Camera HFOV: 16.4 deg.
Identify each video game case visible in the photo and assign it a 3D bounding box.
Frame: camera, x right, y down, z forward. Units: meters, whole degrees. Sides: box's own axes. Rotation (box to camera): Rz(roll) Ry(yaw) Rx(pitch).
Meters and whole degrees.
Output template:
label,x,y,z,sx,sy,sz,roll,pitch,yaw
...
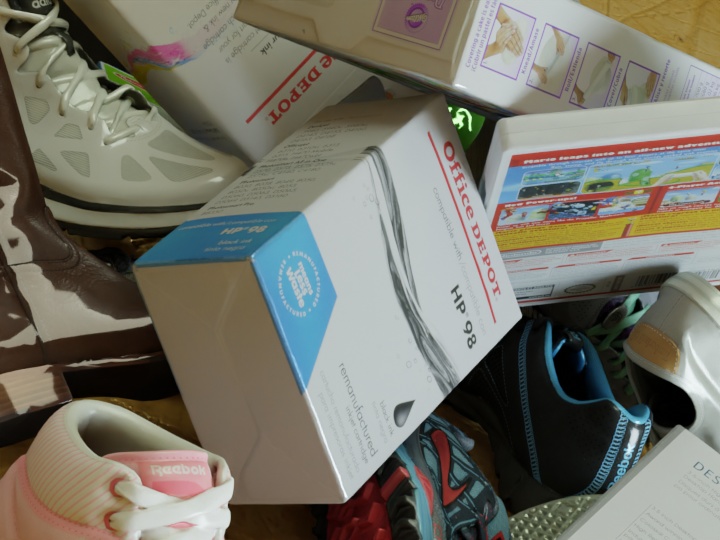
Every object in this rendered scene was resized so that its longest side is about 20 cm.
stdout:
label,x,y,z,sx,sy,sz,roll,pitch,yaw
video game case,0.121,-0.029,1.147,0.142,0.200,0.018,-6,70,-7

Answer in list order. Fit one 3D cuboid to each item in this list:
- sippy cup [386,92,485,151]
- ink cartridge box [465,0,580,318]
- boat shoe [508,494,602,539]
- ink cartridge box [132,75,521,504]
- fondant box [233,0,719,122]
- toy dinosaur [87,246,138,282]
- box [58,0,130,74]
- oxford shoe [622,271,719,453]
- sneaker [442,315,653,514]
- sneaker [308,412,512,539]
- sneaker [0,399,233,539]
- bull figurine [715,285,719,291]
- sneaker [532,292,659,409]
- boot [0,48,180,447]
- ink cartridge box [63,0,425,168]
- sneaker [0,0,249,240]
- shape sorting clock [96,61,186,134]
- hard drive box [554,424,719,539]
label,x,y,z,sx,sy,sz,roll,pitch,yaw
sippy cup,0.002,-0.114,1.346,0.178,0.131,0.140,31,10,17
ink cartridge box,0.092,-0.074,1.389,0.043,0.197,0.200,-7,35,-12
boat shoe,0.152,0.149,1.184,0.199,0.062,0.075,3,38,-19
ink cartridge box,0.000,0.000,1.076,0.067,0.116,0.200,-6,25,37
fondant box,0.063,-0.101,1.147,0.144,0.058,0.200,22,4,43
toy dinosaur,-0.116,0.009,1.174,0.199,0.048,0.088,14,14,-31
box,-0.057,-0.206,1.464,0.196,0.200,0.124,4,33,-45
oxford shoe,0.176,0.083,1.257,0.075,0.058,0.200,34,-21,44
sneaker,0.084,0.049,1.272,0.073,0.082,0.200,5,32,-39
sneaker,0.031,0.112,1.098,0.095,0.079,0.200,23,25,-19
sneaker,-0.077,0.129,0.916,0.075,0.105,0.200,8,33,-43
bull figurine,0.188,0.006,1.441,0.121,0.065,0.200,29,6,-38
sneaker,0.146,0.032,1.310,0.088,0.074,0.200,55,4,30
boot,-0.135,-0.037,1.090,0.186,0.064,0.200,-15,73,-36
ink cartridge box,-0.060,-0.130,1.225,0.200,0.117,0.067,48,-16,-18
sneaker,-0.141,-0.086,1.166,0.200,0.116,0.076,12,22,19
shape sorting clock,-0.081,-0.048,1.306,0.200,0.039,0.200,28,15,-8
hard drive box,0.133,0.175,1.033,0.156,0.077,0.200,38,41,16
